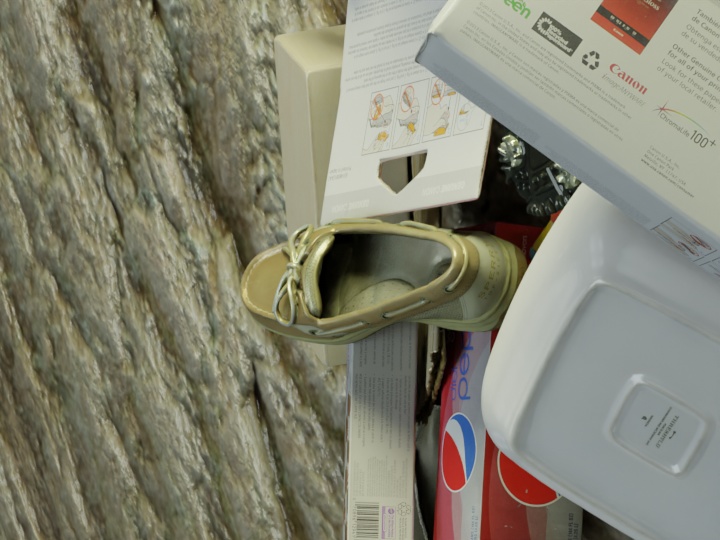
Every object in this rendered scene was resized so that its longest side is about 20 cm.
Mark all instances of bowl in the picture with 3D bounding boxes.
[{"bbox_3d":[0.159,0.061,1.364,0.200,0.075,0.200,32,129,8],"label":"bowl"}]

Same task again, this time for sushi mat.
[{"bbox_3d":[0.040,-0.014,1.633,0.096,0.012,0.200,104,169,-58],"label":"sushi mat"}]

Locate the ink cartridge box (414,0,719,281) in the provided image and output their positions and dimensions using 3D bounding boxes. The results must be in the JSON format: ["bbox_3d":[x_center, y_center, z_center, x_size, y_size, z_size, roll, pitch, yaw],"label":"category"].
[{"bbox_3d":[0.157,-0.114,1.261,0.200,0.176,0.084,36,174,0],"label":"ink cartridge box"}]

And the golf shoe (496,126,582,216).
[{"bbox_3d":[0.140,-0.102,1.393,0.077,0.088,0.200,59,138,26],"label":"golf shoe"}]

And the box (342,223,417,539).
[{"bbox_3d":[0.012,0.072,1.599,0.039,0.041,0.200,106,166,-70],"label":"box"}]

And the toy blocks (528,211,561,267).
[{"bbox_3d":[0.138,0.004,1.491,0.137,0.100,0.200,-135,42,-62],"label":"toy blocks"}]

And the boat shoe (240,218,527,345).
[{"bbox_3d":[0.000,0.002,1.553,0.200,0.063,0.073,3,77,43],"label":"boat shoe"}]

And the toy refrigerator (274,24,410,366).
[{"bbox_3d":[-0.006,-0.049,1.743,0.076,0.070,0.200,-129,32,-62],"label":"toy refrigerator"}]

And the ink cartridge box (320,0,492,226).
[{"bbox_3d":[0.047,-0.115,1.578,0.200,0.045,0.177,-7,75,63],"label":"ink cartridge box"}]

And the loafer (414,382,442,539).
[{"bbox_3d":[0.057,0.110,1.653,0.070,0.075,0.200,101,162,-48],"label":"loafer"}]

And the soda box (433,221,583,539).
[{"bbox_3d":[0.087,0.075,1.569,0.063,0.070,0.200,170,105,-66],"label":"soda box"}]
